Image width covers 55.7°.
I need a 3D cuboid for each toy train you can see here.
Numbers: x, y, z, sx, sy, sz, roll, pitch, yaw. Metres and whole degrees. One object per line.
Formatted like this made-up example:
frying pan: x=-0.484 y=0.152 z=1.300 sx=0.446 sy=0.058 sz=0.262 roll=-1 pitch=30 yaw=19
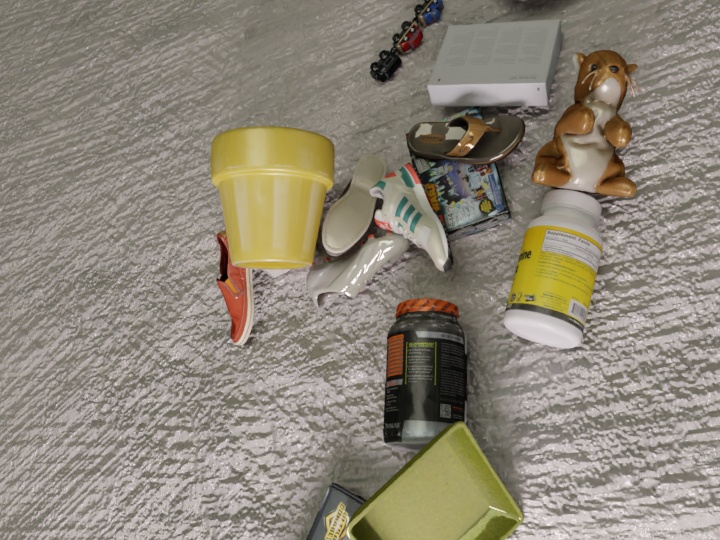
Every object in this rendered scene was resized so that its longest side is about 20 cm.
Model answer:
toy train: x=0.090 y=-0.430 z=1.251 sx=0.046 sy=0.034 sz=0.201 roll=37 pitch=89 yaw=26

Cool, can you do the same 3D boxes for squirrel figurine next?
squirrel figurine: x=0.324 y=-0.209 z=0.973 sx=0.138 sy=0.200 sz=0.192 roll=9 pitch=97 yaw=10

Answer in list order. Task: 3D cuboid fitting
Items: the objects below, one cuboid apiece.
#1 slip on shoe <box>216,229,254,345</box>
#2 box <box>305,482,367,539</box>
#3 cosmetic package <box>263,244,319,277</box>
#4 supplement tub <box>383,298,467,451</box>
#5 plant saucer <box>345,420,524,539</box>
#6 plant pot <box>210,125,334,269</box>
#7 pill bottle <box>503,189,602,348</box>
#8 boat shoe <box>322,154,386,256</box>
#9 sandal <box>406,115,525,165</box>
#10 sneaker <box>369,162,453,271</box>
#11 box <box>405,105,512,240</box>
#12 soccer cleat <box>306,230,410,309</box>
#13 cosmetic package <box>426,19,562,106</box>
slip on shoe: x=-0.218 y=0.026 z=1.167 sx=0.074 sy=0.060 sz=0.206 roll=13 pitch=106 yaw=60
box: x=-0.014 y=0.434 z=0.969 sx=0.156 sy=0.046 sz=0.204 roll=21 pitch=80 yaw=28
cosmetic package: x=-0.153 y=-0.105 z=1.214 sx=0.102 sy=0.073 sz=0.204 roll=-24 pitch=64 yaw=12
supplement tub: x=0.095 y=0.152 z=0.983 sx=0.119 sy=0.122 sz=0.206 roll=-4 pitch=70 yaw=21
plant saucer: x=0.094 y=0.319 z=0.890 sx=0.199 sy=0.202 sz=0.048 roll=-39 pitch=24 yaw=-11
plant pot: x=-0.136 y=-0.103 z=1.067 sx=0.195 sy=0.200 sz=0.195 roll=-3 pitch=84 yaw=22
pill bottle: x=0.278 y=-0.004 z=0.967 sx=0.110 sy=0.112 sz=0.205 roll=12 pitch=75 yaw=26
boat shoe: x=-0.011 y=-0.100 z=1.128 sx=0.070 sy=0.060 sz=0.203 roll=22 pitch=60 yaw=1
sandal: x=0.161 y=-0.217 z=1.083 sx=0.195 sy=0.055 sz=0.084 roll=8 pitch=74 yaw=25
sneaker: x=0.075 y=-0.070 z=1.053 sx=0.091 sy=0.071 sz=0.203 roll=-23 pitch=59 yaw=3
box: x=0.158 y=-0.156 z=1.117 sx=0.134 sy=0.040 sz=0.205 roll=-19 pitch=65 yaw=17
soccer cleat: x=0.000 y=0.000 z=1.117 sx=0.196 sy=0.069 sz=0.079 roll=-23 pitch=69 yaw=22
cosmetic package: x=0.224 y=-0.343 z=1.131 sx=0.195 sy=0.052 sz=0.153 roll=6 pitch=56 yaw=25
